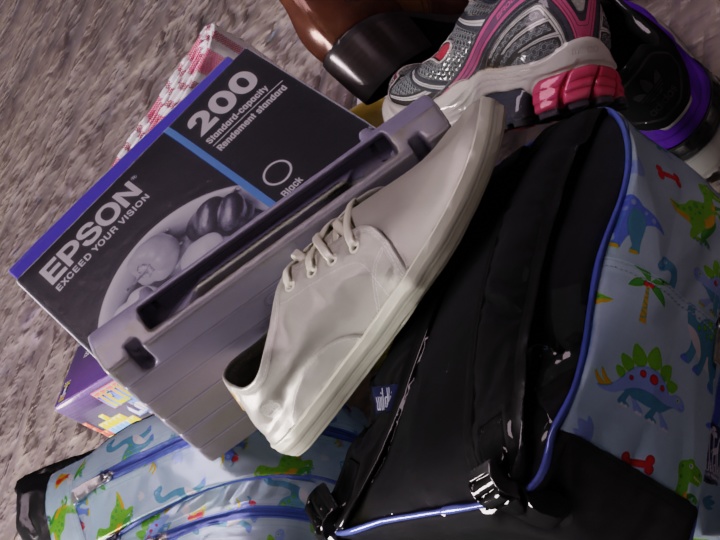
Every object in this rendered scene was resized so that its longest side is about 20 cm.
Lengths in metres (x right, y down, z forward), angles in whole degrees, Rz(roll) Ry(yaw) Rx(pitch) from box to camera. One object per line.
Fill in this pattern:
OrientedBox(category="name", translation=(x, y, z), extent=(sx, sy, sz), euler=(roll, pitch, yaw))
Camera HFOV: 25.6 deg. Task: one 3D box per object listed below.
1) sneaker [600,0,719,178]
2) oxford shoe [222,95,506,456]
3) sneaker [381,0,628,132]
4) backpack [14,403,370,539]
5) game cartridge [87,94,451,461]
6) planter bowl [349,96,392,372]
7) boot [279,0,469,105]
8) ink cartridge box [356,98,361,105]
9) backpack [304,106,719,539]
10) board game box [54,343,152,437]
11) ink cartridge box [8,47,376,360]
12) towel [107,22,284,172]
OrientedBox(category="sneaker", translation=(0.131, -0.126, 0.873), extent=(0.070, 0.099, 0.200), euler=(-51, 30, 9))
OrientedBox(category="oxford shoe", translation=(-0.001, 0.000, 0.724), extent=(0.200, 0.058, 0.075), euler=(-54, 6, 23))
OrientedBox(category="sneaker", translation=(0.071, -0.107, 0.803), extent=(0.200, 0.080, 0.075), euler=(177, 83, -67))
OrientedBox(category="backpack", translation=(-0.077, 0.139, 0.914), extent=(0.200, 0.163, 0.154), euler=(-39, 42, 20))
OrientedBox(category="game cartridge", translation=(-0.025, 0.009, 0.793), extent=(0.200, 0.130, 0.038), euler=(-36, 61, 0))
OrientedBox(category="planter bowl", translation=(0.000, 0.000, 0.973), extent=(0.200, 0.083, 0.201), euler=(-46, 27, 32))
OrientedBox(category="boot", translation=(-0.027, -0.196, 0.966), extent=(0.068, 0.200, 0.188), euler=(-45, -4, 33))
OrientedBox(category="ink cartridge box", translation=(0.049, -0.148, 1.092), extent=(0.119, 0.042, 0.200), euler=(-34, 34, 37))
OrientedBox(category="backpack", translation=(0.096, 0.044, 0.713), extent=(0.183, 0.147, 0.200), euler=(-26, 41, 55))
OrientedBox(category="board game box", translation=(-0.109, 0.006, 1.012), extent=(0.200, 0.057, 0.166), euler=(-29, 36, 51))
OrientedBox(category="ink cartridge box", translation=(-0.099, -0.035, 0.910), extent=(0.198, 0.043, 0.200), euler=(-46, 46, -10))
OrientedBox(category="towel", translation=(-0.112, -0.066, 1.167), extent=(0.030, 0.146, 0.200), euler=(38, 96, 43))
